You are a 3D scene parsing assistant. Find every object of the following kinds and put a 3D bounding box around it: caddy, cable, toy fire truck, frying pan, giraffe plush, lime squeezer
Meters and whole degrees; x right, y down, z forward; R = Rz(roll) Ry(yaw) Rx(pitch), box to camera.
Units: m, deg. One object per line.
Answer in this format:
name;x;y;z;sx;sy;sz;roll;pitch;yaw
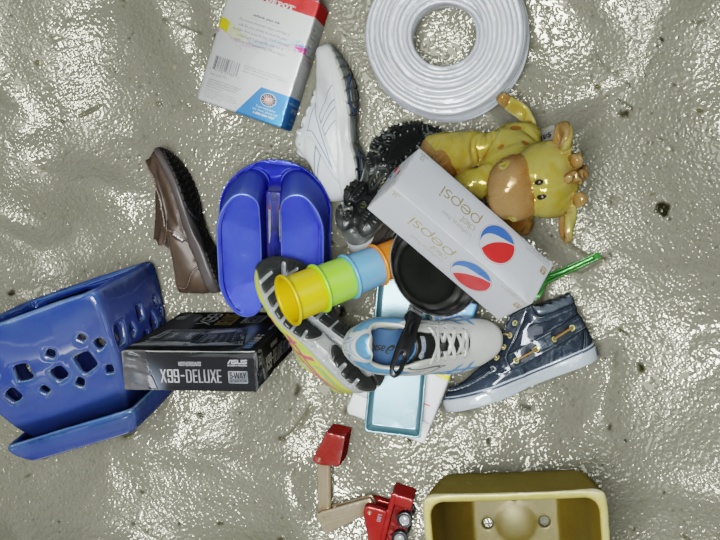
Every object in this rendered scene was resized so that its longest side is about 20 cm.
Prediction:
caddy;-0.107;-0.035;1.126;0.141;0.105;0.201;2;112;0
cable;0.105;-0.283;1.099;0.200;0.069;0.200;-45;86;9
toy fire truck;-0.003;0.312;1.165;0.140;0.049;0.201;15;97;8
frying pan;0.080;0.033;1.010;0.114;0.031;0.191;10;70;-22
giraffe plush;0.181;-0.099;1.030;0.200;0.162;0.173;-38;115;-5
lime squeezer;0.196;0.014;1.110;0.199;0.071;0.038;-12;50;-18

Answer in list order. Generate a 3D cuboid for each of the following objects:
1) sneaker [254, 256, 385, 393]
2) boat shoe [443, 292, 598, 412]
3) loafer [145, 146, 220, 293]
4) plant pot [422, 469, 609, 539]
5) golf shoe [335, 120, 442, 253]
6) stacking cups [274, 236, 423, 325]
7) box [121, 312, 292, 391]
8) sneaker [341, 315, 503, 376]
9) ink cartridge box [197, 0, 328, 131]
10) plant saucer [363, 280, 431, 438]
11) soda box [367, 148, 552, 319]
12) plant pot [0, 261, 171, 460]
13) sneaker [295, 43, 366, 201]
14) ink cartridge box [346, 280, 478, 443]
sneaker;-0.063;0.073;1.075;0.078;0.090;0.200;-39;92;-33
boat shoe;0.183;0.101;1.116;0.199;0.071;0.091;-23;89;3
loafer;-0.239;-0.059;1.164;0.071;0.073;0.201;-19;90;8
plant pot;0.185;0.324;1.060;0.194;0.200;0.195;-4;93;10
golf shoe;0.035;-0.100;1.109;0.078;0.095;0.200;25;61;23
stacking cups;0.000;0.000;1.038;0.199;0.060;0.061;-22;90;-28
box;-0.176;0.095;1.102;0.157;0.200;0.050;0;100;9
sneaker;0.079;0.088;1.037;0.199;0.072;0.072;-1;93;-22
ink cartridge box;-0.115;-0.289;1.133;0.116;0.067;0.201;20;96;6
plant saucer;0.047;0.097;1.089;0.070;0.019;0.201;5;94;9
soda box;0.110;-0.037;0.996;0.200;0.068;0.064;39;61;-9
plant pot;-0.348;0.115;1.136;0.199;0.200;0.181;-18;98;10
sneaker;-0.043;-0.180;1.129;0.087;0.074;0.201;-4;92;14
ink cartridge box;0.060;0.112;1.132;0.115;0.068;0.201;20;96;8
